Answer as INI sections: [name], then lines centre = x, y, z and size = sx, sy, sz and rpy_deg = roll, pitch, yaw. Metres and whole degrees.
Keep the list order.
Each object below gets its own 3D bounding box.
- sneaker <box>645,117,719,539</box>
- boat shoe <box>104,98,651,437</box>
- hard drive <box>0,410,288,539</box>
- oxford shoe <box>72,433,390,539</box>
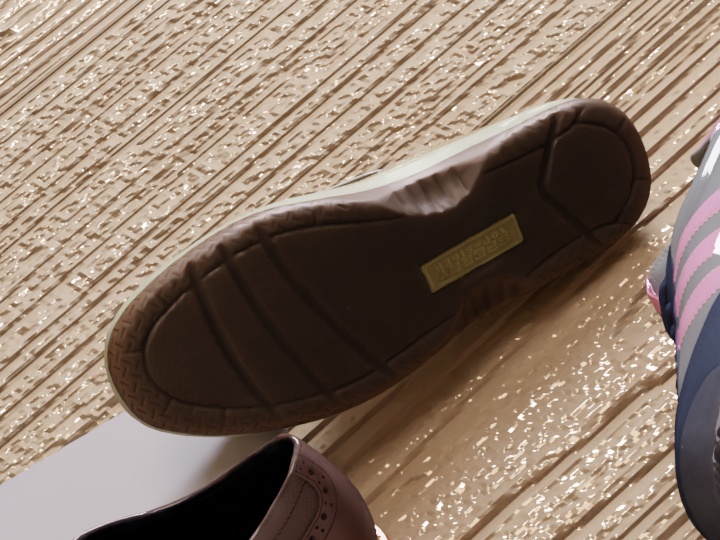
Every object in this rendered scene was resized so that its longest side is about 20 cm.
[sneaker]
centre = 0.119, 0.017, 0.847
size = 0.082, 0.070, 0.200
rpy_deg = -25, 27, 39
[boat shoe]
centre = 0.000, 0.000, 0.943
size = 0.199, 0.072, 0.076
rpy_deg = -21, 12, -21
[hard drive]
centre = -0.065, 0.114, 0.880
size = 0.132, 0.027, 0.200
rpy_deg = -30, 34, 0
[oxford shoe]
centre = -0.085, 0.114, 0.805
size = 0.200, 0.073, 0.071
rpy_deg = -33, 34, -4
